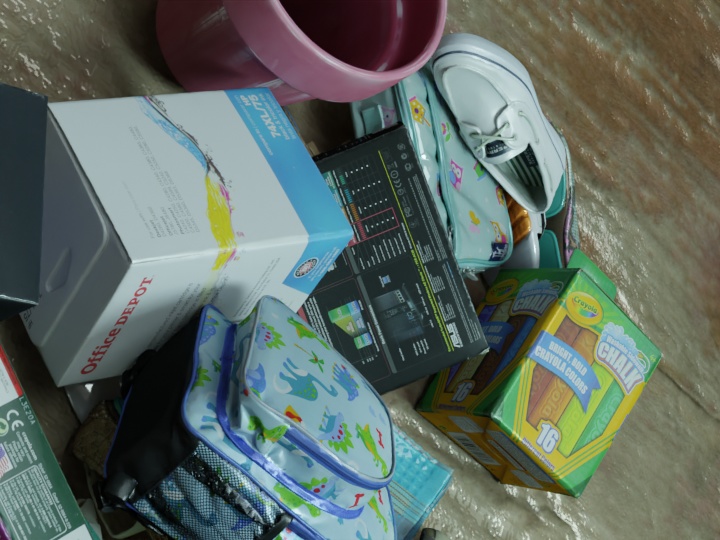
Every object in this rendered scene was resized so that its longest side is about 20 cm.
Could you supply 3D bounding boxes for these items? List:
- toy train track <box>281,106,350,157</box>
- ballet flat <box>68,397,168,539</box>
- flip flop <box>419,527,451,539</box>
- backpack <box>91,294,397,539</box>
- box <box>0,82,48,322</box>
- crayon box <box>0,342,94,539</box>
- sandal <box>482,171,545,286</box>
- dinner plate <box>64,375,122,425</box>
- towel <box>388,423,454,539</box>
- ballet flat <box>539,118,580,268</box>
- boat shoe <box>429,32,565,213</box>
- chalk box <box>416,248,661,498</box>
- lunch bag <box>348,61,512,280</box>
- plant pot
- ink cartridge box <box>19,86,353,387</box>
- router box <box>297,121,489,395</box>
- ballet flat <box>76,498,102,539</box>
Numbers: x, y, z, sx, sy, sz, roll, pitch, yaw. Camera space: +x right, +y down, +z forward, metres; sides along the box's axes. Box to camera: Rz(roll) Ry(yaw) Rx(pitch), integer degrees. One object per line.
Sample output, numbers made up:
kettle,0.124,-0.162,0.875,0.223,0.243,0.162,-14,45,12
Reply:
toy train track,-0.069,-0.110,1.461,0.114,0.032,0.201,-36,98,-40
ballet flat,-0.143,0.182,1.235,0.200,0.065,0.070,51,6,25
flip flop,0.070,0.247,1.382,0.057,0.200,0.082,11,75,7
backpack,-0.057,0.133,1.179,0.200,0.147,0.184,46,19,-19
box,-0.285,-0.027,1.120,0.078,0.199,0.143,10,70,-38
crayon box,-0.253,0.149,1.108,0.058,0.172,0.202,-28,95,-40
sandal,0.135,-0.080,1.601,0.059,0.079,0.209,-9,80,-40
dinner plate,-0.146,0.063,1.339,0.199,0.024,0.202,15,66,-37
towel,-0.036,0.146,1.320,0.200,0.022,0.147,40,54,-1
ballet flat,0.183,-0.042,1.648,0.071,0.069,0.202,10,72,-58
boat shoe,0.124,-0.123,1.485,0.200,0.073,0.067,41,44,-41
chalk box,0.168,0.077,1.509,0.125,0.124,0.201,41,71,-24
lunch bag,0.061,-0.085,1.511,0.160,0.076,0.202,2,73,-61
plant pot,-0.061,-0.212,1.358,0.199,0.178,0.202,17,64,-37
ink cartridge box,-0.142,-0.028,1.256,0.199,0.147,0.147,-9,59,-41
router box,0.000,0.000,1.397,0.148,0.062,0.202,-21,98,-3
ballet flat,-0.221,0.164,1.210,0.201,0.067,0.070,61,33,-11
